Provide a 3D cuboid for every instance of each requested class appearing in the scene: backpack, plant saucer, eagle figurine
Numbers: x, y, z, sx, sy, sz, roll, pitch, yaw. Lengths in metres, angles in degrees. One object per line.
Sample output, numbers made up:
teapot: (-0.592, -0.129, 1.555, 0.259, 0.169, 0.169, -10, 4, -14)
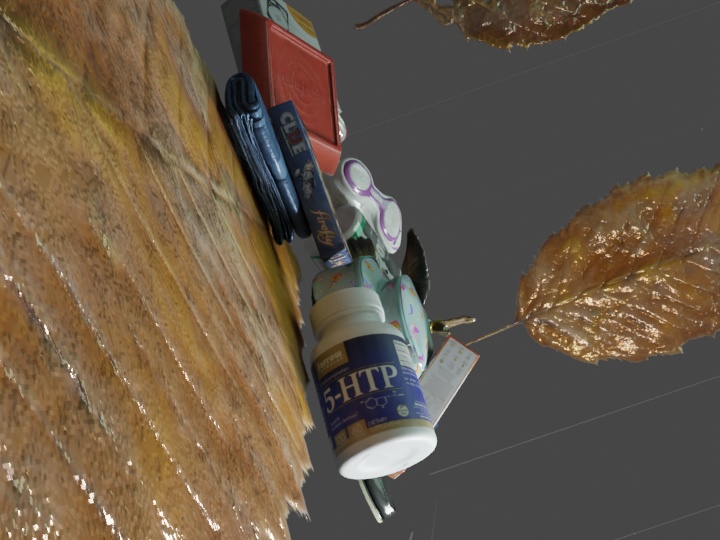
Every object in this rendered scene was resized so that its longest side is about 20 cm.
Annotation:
backpack: (0.015, 0.077, 1.338, 0.201, 0.152, 0.176, 63, 15, -2)
plant saucer: (-0.093, -0.260, 1.348, 0.199, 0.036, 0.202, 19, 61, -52)
eagle figurine: (0.062, 0.039, 1.460, 0.200, 0.151, 0.151, 51, 1, -40)

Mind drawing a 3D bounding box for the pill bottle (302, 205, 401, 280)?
pill bottle: (0.000, 0.000, 1.549, 0.201, 0.113, 0.113, 55, 10, -30)

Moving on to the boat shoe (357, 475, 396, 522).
boat shoe: (0.012, 0.225, 1.217, 0.074, 0.063, 0.203, 72, 1, -77)

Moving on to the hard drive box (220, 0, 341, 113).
hard drive box: (-0.127, -0.336, 1.479, 0.155, 0.077, 0.201, 22, 43, -51)

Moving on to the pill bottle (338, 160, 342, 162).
pill bottle: (-0.057, -0.119, 1.654, 0.111, 0.110, 0.202, 29, 42, -86)

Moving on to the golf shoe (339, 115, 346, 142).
golf shoe: (-0.107, -0.266, 1.591, 0.199, 0.075, 0.092, 32, 34, -25)

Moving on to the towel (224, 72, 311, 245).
towel: (-0.118, -0.135, 1.145, 0.112, 0.048, 0.201, -107, 177, -53)

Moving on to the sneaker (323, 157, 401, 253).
sneaker: (0.001, -0.109, 1.581, 0.200, 0.099, 0.075, 54, 50, -30)

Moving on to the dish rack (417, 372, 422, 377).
dish rack: (0.075, 0.206, 1.544, 0.200, 0.043, 0.173, 52, 31, -44)

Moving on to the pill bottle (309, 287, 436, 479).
pill bottle: (0.005, 0.128, 1.088, 0.120, 0.119, 0.201, 67, 5, -61)

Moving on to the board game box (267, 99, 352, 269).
board game box: (-0.062, -0.106, 1.203, 0.135, 0.034, 0.202, 54, 16, -85)

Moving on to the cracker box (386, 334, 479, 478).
cracker box: (0.089, 0.201, 1.351, 0.057, 0.201, 0.134, 35, -15, 6)
